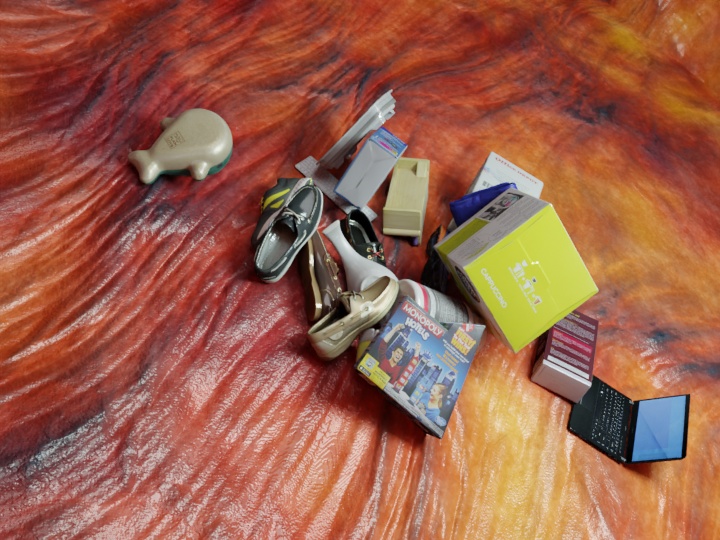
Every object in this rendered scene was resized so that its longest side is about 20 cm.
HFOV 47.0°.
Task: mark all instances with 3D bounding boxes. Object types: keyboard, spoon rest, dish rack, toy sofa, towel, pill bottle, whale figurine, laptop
[{"bbox_3d":[-0.052,-0.168,1.753,0.200,0.011,0.056,42,42,11],"label":"keyboard"},{"bbox_3d":[0.000,0.000,1.568,0.099,0.061,0.202,-34,83,-3],"label":"spoon rest"},{"bbox_3d":[-0.001,-0.290,1.748,0.044,0.200,0.172,46,24,-6],"label":"dish rack"},{"bbox_3d":[0.100,-0.149,1.789,0.081,0.099,0.202,5,43,7],"label":"toy sofa"},{"bbox_3d":[0.281,-0.073,1.707,0.203,0.145,0.050,69,25,-15],"label":"towel"},{"bbox_3d":[0.139,0.096,1.532,0.198,0.111,0.112,21,40,-35],"label":"pill bottle"},{"bbox_3d":[-0.339,-0.221,1.582,0.198,0.104,0.160,-31,67,-19],"label":"whale figurine"},{"bbox_3d":[0.527,0.276,1.620,0.198,0.104,0.178,33,41,0],"label":"laptop"}]

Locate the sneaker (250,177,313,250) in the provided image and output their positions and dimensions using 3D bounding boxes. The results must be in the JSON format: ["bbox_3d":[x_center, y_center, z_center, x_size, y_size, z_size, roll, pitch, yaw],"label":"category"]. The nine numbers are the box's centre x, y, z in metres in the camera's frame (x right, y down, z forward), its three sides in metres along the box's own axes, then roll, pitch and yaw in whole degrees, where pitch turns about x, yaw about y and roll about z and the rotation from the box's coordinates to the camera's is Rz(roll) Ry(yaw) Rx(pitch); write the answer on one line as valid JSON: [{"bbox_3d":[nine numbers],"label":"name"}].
[{"bbox_3d":[-0.163,-0.107,1.598,0.083,0.075,0.201,12,46,26],"label":"sneaker"}]

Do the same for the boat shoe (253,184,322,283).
[{"bbox_3d":[-0.128,-0.073,1.499,0.074,0.060,0.203,22,78,11],"label":"boat shoe"}]

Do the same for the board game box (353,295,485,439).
[{"bbox_3d":[0.112,0.143,1.407,0.199,0.062,0.201,41,76,-16],"label":"board game box"}]

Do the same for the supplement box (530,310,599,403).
[{"bbox_3d":[0.419,0.161,1.688,0.107,0.061,0.201,26,42,2],"label":"supplement box"}]

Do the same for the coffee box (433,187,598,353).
[{"bbox_3d":[0.288,-0.005,1.564,0.201,0.199,0.198,56,-2,-18],"label":"coffee box"}]

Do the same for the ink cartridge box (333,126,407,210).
[{"bbox_3d":[0.026,-0.216,1.723,0.076,0.137,0.200,36,20,0],"label":"ink cartridge box"}]

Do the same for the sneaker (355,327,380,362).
[{"bbox_3d":[0.074,0.184,1.463,0.197,0.078,0.091,24,57,-7],"label":"sneaker"}]

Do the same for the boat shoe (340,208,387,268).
[{"bbox_3d":[0.011,-0.031,1.626,0.073,0.063,0.204,0,53,-35],"label":"boat shoe"}]

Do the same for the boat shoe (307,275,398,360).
[{"bbox_3d":[-0.010,0.070,1.450,0.200,0.071,0.065,-45,118,-25],"label":"boat shoe"}]

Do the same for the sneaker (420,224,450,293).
[{"bbox_3d":[0.178,-0.015,1.705,0.077,0.076,0.202,27,44,-11],"label":"sneaker"}]

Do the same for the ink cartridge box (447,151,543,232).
[{"bbox_3d":[0.295,-0.131,1.829,0.144,0.146,0.201,31,43,1],"label":"ink cartridge box"}]

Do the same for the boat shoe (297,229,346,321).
[{"bbox_3d":[-0.073,0.008,1.532,0.069,0.071,0.203,1,58,-22],"label":"boat shoe"}]
